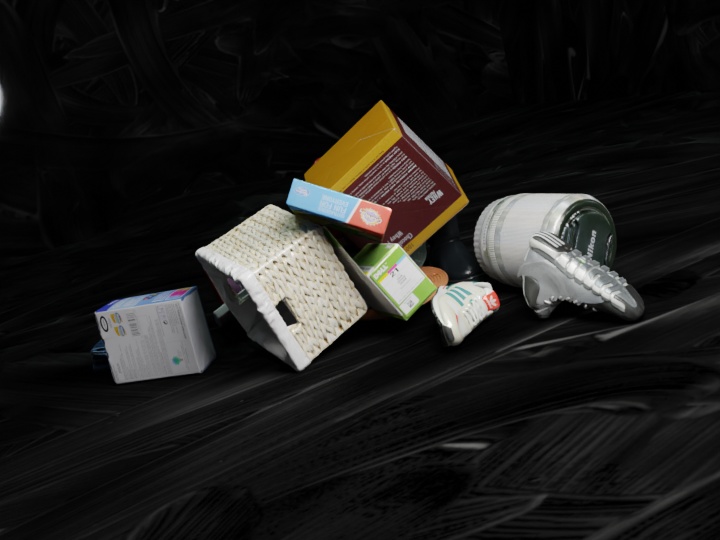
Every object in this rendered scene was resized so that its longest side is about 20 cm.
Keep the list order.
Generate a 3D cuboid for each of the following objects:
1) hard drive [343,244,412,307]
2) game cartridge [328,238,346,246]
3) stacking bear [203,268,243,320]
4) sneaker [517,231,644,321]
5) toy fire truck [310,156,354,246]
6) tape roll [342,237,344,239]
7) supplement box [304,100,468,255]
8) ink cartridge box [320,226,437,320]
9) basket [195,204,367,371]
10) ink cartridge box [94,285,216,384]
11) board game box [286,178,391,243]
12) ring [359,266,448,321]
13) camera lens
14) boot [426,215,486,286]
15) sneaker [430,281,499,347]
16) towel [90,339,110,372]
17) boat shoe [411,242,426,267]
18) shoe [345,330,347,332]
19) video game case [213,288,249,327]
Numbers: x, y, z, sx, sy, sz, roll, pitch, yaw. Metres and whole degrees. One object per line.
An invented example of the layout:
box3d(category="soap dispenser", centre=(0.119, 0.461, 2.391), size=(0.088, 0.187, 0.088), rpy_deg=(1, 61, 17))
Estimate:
box3d(category="hard drive", centre=(0.000, 0.000, 1.663), size=(0.135, 0.042, 0.200), rpy_deg=(10, 33, 26))
box3d(category="game cartridge", centre=(-0.128, 0.019, 1.721), size=(0.200, 0.032, 0.176), rpy_deg=(-39, -3, 37))
box3d(category="stacking bear", centre=(-0.202, -0.002, 1.814), size=(0.200, 0.114, 0.121), rpy_deg=(-28, 16, -12))
box3d(category="sneaker", centre=(0.316, 0.039, 1.337), size=(0.200, 0.116, 0.075), rpy_deg=(41, 32, 29))
box3d(category="toy fire truck", centre=(-0.023, -0.130, 1.731), size=(0.200, 0.168, 0.112), rpy_deg=(-24, -19, -40))
box3d(category="tape roll", centre=(-0.011, -0.087, 1.849), size=(0.200, 0.200, 0.066), rpy_deg=(-30, -8, -48))
box3d(category="supplement box", centre=(0.043, -0.144, 1.583), size=(0.197, 0.200, 0.133), rpy_deg=(-42, 29, 15))
box3d(category="ink cartridge box", centre=(0.011, -0.019, 1.458), size=(0.076, 0.200, 0.148), rpy_deg=(-44, 14, -12))
box3d(category="basket", centre=(-0.126, 0.021, 1.451), size=(0.161, 0.198, 0.200), rpy_deg=(-38, 30, -16))
box3d(category="ink cartridge box", centre=(-0.366, 0.113, 1.549), size=(0.200, 0.137, 0.076), rpy_deg=(-10, 13, 15))
box3d(category="board game box", centre=(-0.031, -0.090, 1.402), size=(0.153, 0.040, 0.200), rpy_deg=(18, -2, 2))
box3d(category="ring", centre=(0.062, 0.045, 1.617), size=(0.200, 0.019, 0.200), rpy_deg=(-18, 19, 6))
box3d(category="camera lens", centre=(0.305, -0.047, 1.484), size=(0.160, 0.160, 0.200), rpy_deg=(-22, 16, -31))
box3d(category="boot", centre=(0.161, -0.065, 1.679), size=(0.076, 0.169, 0.200), rpy_deg=(-16, 15, -10))
box3d(category="sneaker", centre=(0.166, 0.056, 1.399), size=(0.093, 0.070, 0.200), rpy_deg=(-17, 10, 13))
box3d(category="towel", centre=(-0.398, 0.134, 1.683), size=(0.199, 0.049, 0.112), rpy_deg=(-14, 13, 1))
box3d(category="boat shoe", centre=(0.092, -0.034, 1.802), size=(0.074, 0.065, 0.202), rpy_deg=(20, 43, 0))
box3d(category="shoe", centre=(-0.102, 0.081, 1.594), size=(0.200, 0.054, 0.070), rpy_deg=(-1, 19, 41))
box3d(category="video game case", centre=(-0.189, 0.033, 1.689), size=(0.200, 0.017, 0.143), rpy_deg=(-38, -4, -12))
